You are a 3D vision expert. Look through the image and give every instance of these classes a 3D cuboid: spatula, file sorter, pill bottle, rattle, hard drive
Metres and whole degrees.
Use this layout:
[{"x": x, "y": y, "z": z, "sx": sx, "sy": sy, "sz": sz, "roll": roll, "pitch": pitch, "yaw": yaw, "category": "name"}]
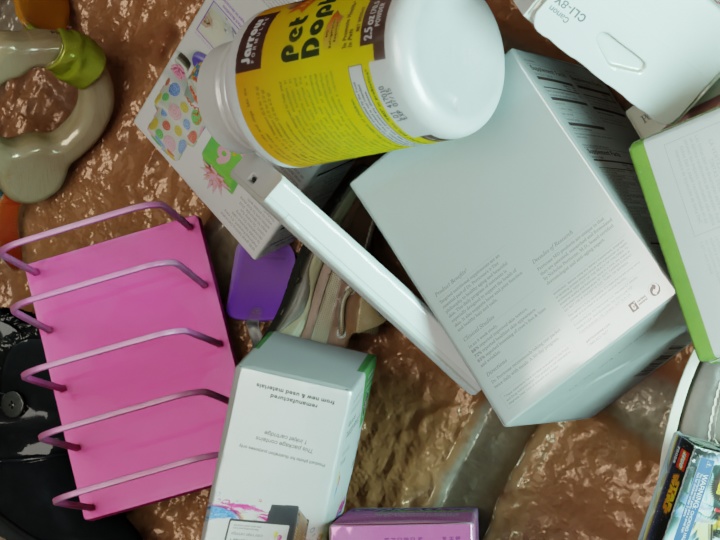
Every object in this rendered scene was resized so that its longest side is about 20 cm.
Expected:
[{"x": -0.076, "y": 0.076, "z": 1.841, "sx": 0.056, "sy": 0.021, "sz": 0.200, "roll": 1, "pitch": 90, "yaw": 33, "category": "spatula"}, {"x": -0.171, "y": 0.064, "z": 1.790, "sx": 0.139, "sy": 0.125, "sz": 0.200, "roll": -16, "pitch": 79, "yaw": 7, "category": "file sorter"}, {"x": -0.012, "y": -0.128, "z": 1.615, "sx": 0.200, "sy": 0.109, "sz": 0.110, "roll": -8, "pitch": 84, "yaw": 41, "category": "pill bottle"}, {"x": -0.278, "y": -0.122, "z": 1.930, "sx": 0.143, "sy": 0.130, "sz": 0.200, "roll": 44, "pitch": 134, "yaw": 33, "category": "rattle"}, {"x": 0.000, "y": 0.000, "z": 1.690, "sx": 0.200, "sy": 0.132, "sz": 0.026, "roll": 43, "pitch": 90, "yaw": -16, "category": "hard drive"}]

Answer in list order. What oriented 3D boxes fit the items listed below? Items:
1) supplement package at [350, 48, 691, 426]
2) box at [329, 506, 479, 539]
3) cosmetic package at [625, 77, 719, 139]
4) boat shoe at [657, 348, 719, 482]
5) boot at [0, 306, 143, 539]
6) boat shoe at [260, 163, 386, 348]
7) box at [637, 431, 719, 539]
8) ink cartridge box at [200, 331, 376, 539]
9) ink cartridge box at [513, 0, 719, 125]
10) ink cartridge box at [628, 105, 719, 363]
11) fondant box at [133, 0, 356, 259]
[{"x": 0.129, "y": -0.021, "z": 1.665, "sx": 0.152, "sy": 0.151, "sz": 0.200, "roll": -39, "pitch": 72, "yaw": 21, "category": "supplement package"}, {"x": 0.034, "y": 0.253, "z": 1.669, "sx": 0.096, "sy": 0.200, "sz": 0.176, "roll": -1, "pitch": 87, "yaw": 3, "category": "box"}, {"x": 0.276, "y": -0.048, "z": 1.626, "sx": 0.103, "sy": 0.087, "sz": 0.200, "roll": -38, "pitch": 72, "yaw": 24, "category": "cosmetic package"}, {"x": 0.231, "y": 0.144, "z": 1.655, "sx": 0.059, "sy": 0.072, "sz": 0.200, "roll": 14, "pitch": 99, "yaw": 22, "category": "boat shoe"}, {"x": -0.227, "y": 0.129, "z": 1.887, "sx": 0.200, "sy": 0.076, "sz": 0.168, "roll": 23, "pitch": 102, "yaw": 32, "category": "boot"}, {"x": -0.018, "y": 0.023, "z": 1.793, "sx": 0.074, "sy": 0.076, "sz": 0.200, "roll": 25, "pitch": 91, "yaw": -7, "category": "boat shoe"}, {"x": 0.240, "y": 0.218, "z": 1.617, "sx": 0.040, "sy": 0.137, "sz": 0.200, "roll": -142, "pitch": 68, "yaw": -70, "category": "box"}, {"x": -0.055, "y": 0.156, "z": 1.689, "sx": 0.084, "sy": 0.145, "sz": 0.200, "roll": 13, "pitch": 99, "yaw": 5, "category": "ink cartridge box"}, {"x": 0.152, "y": -0.201, "z": 1.615, "sx": 0.083, "sy": 0.145, "sz": 0.200, "roll": -48, "pitch": 33, "yaw": 16, "category": "ink cartridge box"}, {"x": 0.285, "y": -0.043, "z": 1.518, "sx": 0.200, "sy": 0.076, "sz": 0.148, "roll": -23, "pitch": 81, "yaw": 33, "category": "ink cartridge box"}, {"x": -0.063, "y": -0.127, "z": 1.774, "sx": 0.144, "sy": 0.058, "sz": 0.200, "roll": 48, "pitch": 131, "yaw": 13, "category": "fondant box"}]
